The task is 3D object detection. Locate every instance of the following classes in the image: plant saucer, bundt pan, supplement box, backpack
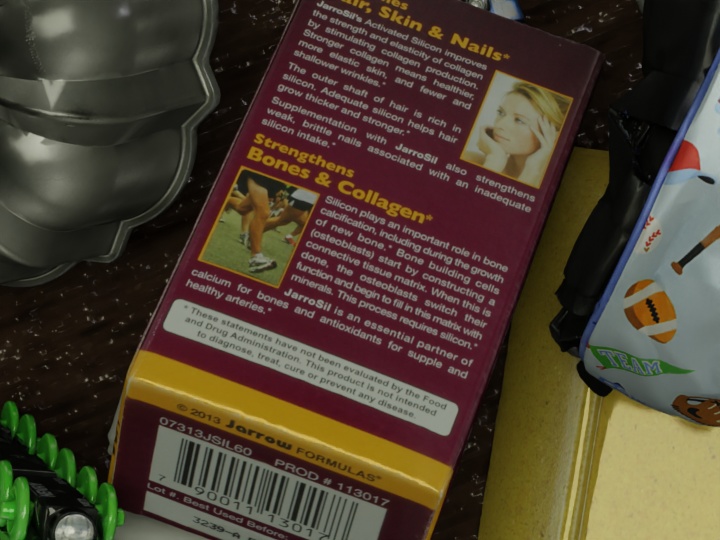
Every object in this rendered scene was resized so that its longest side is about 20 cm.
[{"bbox_3d":[0.149,0.064,1.016,0.199,0.048,0.201,9,88,4],"label":"plant saucer"},{"bbox_3d":[-0.155,-0.082,0.983,0.201,0.076,0.202,6,107,20],"label":"bundt pan"},{"bbox_3d":[0.000,0.000,0.943,0.110,0.086,0.200,21,55,3],"label":"supplement box"},{"bbox_3d":[0.142,-0.024,0.884,0.154,0.190,0.200,21,101,15],"label":"backpack"}]

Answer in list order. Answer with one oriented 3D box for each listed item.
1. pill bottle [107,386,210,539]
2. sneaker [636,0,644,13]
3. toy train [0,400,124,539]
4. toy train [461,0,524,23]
[{"bbox_3d":[-0.070,0.146,0.992,0.111,0.111,0.201,14,89,3],"label":"pill bottle"},{"bbox_3d":[0.204,-0.095,1.012,0.199,0.079,0.096,-6,99,4],"label":"sneaker"},{"bbox_3d":[-0.124,0.085,0.959,0.042,0.200,0.057,6,96,-19],"label":"toy train"},{"bbox_3d":[0.023,-0.150,1.038,0.046,0.034,0.201,-15,87,-9],"label":"toy train"}]
